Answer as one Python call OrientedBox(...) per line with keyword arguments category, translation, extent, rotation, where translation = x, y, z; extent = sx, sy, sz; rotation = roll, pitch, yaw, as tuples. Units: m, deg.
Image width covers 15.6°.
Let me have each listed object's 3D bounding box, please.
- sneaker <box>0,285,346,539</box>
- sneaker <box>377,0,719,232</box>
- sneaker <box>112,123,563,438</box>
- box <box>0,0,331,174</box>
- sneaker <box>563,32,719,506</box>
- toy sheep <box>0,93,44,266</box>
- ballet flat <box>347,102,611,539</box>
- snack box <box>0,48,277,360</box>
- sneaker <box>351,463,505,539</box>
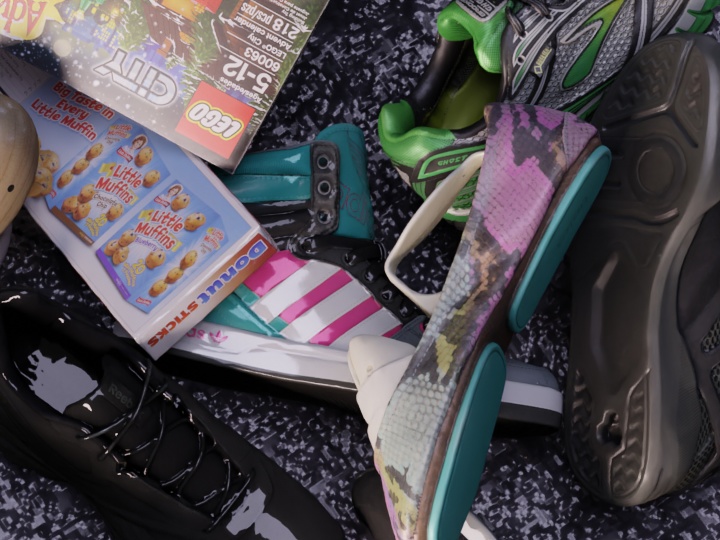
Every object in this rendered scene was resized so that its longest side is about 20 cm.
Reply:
OrientedBox(category="sneaker", translation=(-0.090, 0.078, 1.106), extent=(0.199, 0.091, 0.076), rotation=(32, 68, 6))
OrientedBox(category="sneaker", translation=(0.087, -0.107, 1.130), extent=(0.201, 0.085, 0.078), rotation=(-54, 46, 5))
OrientedBox(category="sneaker", translation=(0.000, 0.000, 1.153), extent=(0.198, 0.084, 0.122), rotation=(13, 78, 1))
OrientedBox(category="box", translation=(-0.106, -0.148, 1.087), extent=(0.199, 0.038, 0.137), rotation=(28, 112, -6))
OrientedBox(category="sneaker", translation=(0.148, -0.003, 1.139), extent=(0.114, 0.076, 0.201), rotation=(-6, 101, -45))
OrientedBox(category="toy sheep", translation=(-0.222, -0.033, 1.112), extent=(0.199, 0.138, 0.139), rotation=(-13, 66, 26))
OrientedBox(category="ballet flat", translation=(0.038, 0.021, 1.079), extent=(0.071, 0.069, 0.201), rotation=(19, 75, 16))
OrientedBox(category="snack box", translation=(-0.120, -0.052, 1.145), extent=(0.072, 0.024, 0.200), rotation=(-41, 57, -3))
OrientedBox(category="sneaker", translation=(0.048, 0.172, 1.095), extent=(0.087, 0.076, 0.200), rotation=(-38, 77, -11))
